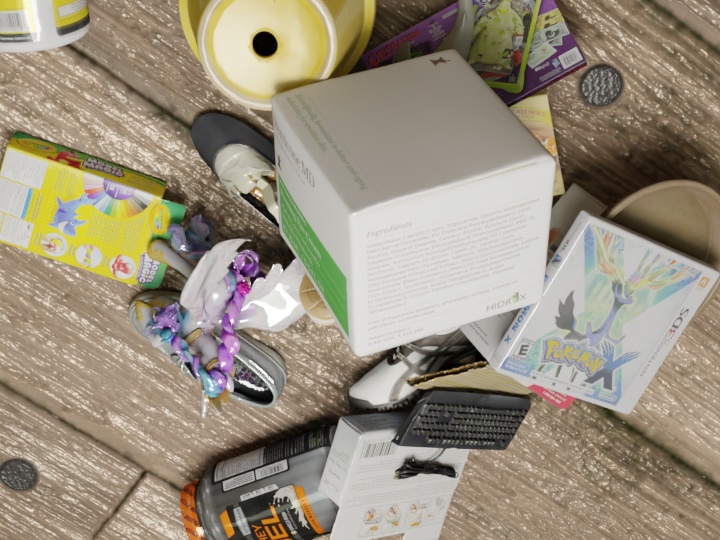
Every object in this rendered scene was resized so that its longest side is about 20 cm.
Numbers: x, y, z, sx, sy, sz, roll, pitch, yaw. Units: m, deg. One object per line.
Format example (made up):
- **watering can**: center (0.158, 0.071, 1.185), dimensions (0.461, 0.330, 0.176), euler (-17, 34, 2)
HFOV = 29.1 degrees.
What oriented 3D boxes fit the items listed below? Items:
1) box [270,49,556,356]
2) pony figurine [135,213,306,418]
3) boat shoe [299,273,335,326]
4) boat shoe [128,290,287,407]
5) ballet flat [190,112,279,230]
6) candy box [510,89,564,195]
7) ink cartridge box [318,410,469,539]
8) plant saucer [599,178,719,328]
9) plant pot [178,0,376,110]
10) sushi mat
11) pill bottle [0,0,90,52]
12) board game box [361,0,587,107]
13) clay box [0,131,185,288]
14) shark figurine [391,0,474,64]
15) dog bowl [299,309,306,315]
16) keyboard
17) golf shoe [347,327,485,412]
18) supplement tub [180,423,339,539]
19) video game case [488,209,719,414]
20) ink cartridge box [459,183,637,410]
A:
- **box**: center (0.044, -0.066, 1.270), dimensions (0.199, 0.199, 0.172), euler (-16, 133, -17)
- **pony figurine**: center (-0.151, 0.029, 1.444), dimensions (0.166, 0.200, 0.193), euler (19, 111, -43)
- **boat shoe**: center (0.001, -0.029, 1.423), dimensions (0.074, 0.069, 0.200), euler (33, 72, 11)
- **boat shoe**: center (-0.173, 0.091, 1.571), dimensions (0.200, 0.072, 0.070), euler (29, 114, -11)
- **ballet flat**: center (-0.101, -0.090, 1.484), dimensions (0.073, 0.073, 0.200), euler (-42, 108, 19)
- **candy box**: center (0.108, -0.122, 1.472), dimensions (0.199, 0.055, 0.116), euler (-11, 115, 7)
- **ink cartridge box**: center (0.035, 0.246, 1.583), dimensions (0.200, 0.044, 0.174), euler (1, 113, -45)
- **plant saucer**: center (0.296, -0.007, 1.428), dimensions (0.199, 0.029, 0.201), euler (-12, 122, -20)
- **plant pot**: center (-0.084, -0.246, 1.342), dimensions (0.200, 0.189, 0.202), euler (1, 116, 2)
- **sushi mat**: center (0.131, 0.127, 1.533), dimensions (0.095, 0.200, 0.012), euler (-16, 72, 22)
- **pill bottle**: center (-0.332, -0.322, 1.351), dimensions (0.112, 0.112, 0.201), euler (-3, 116, 2)
- **board game box**: center (0.114, -0.213, 1.405), dimensions (0.199, 0.032, 0.120), euler (-27, 85, 9)
- **clay box**: center (-0.297, -0.062, 1.512), dimensions (0.199, 0.048, 0.115), euler (19, 115, -10)
- **shark figurine**: center (0.068, -0.210, 1.359), dimensions (0.128, 0.089, 0.215), euler (35, 96, 11)
- **dog bowl**: center (0.000, 0.000, 1.507), dimensions (0.199, 0.111, 0.050), euler (-17, 92, 9)
- **keyboard**: center (0.107, 0.190, 1.558), dimensions (0.200, 0.021, 0.127), euler (10, 119, -48)
- **golf shoe**: center (0.065, 0.086, 1.569), dimensions (0.199, 0.078, 0.095), euler (-28, 110, 2)
- **supplement tub**: center (-0.102, 0.266, 1.628), dimensions (0.199, 0.123, 0.123), euler (-21, 114, 11)
- **video game case**: center (0.249, 0.047, 1.406), dimensions (0.200, 0.022, 0.183), euler (20, 108, -34)
- **ink cartridge box**: center (0.223, 0.030, 1.485), dimensions (0.145, 0.083, 0.200), euler (34, 101, -38)
